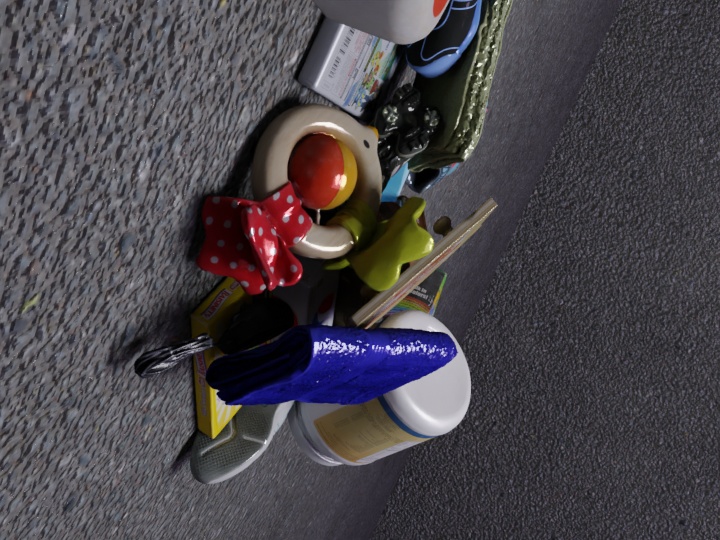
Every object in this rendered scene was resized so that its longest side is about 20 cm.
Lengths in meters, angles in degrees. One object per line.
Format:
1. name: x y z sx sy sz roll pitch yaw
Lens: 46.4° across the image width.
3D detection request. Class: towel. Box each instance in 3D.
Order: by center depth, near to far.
1. towel: -0.021 0.090 0.760 0.146 0.051 0.198 -23 161 40
2. towel: 0.099 -0.206 0.887 0.148 0.036 0.204 10 -92 67

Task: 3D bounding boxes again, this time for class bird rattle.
1. bird rattle: -0.044 -0.058 0.718 0.112 0.197 0.167 -13 -105 60

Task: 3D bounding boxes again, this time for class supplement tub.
1. supplement tub: 0.017 0.146 1.000 0.199 0.146 0.145 -31 -171 41

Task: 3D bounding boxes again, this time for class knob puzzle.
1. knob puzzle: 0.041 0.006 0.836 0.219 0.031 0.220 -41 174 -5

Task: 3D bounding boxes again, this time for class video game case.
1. video game case: 0.020 -0.246 0.776 0.203 0.022 0.182 -65 166 7

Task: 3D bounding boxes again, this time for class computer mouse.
1. computer mouse: -0.122 0.053 0.722 0.058 0.034 0.199 -31 171 26

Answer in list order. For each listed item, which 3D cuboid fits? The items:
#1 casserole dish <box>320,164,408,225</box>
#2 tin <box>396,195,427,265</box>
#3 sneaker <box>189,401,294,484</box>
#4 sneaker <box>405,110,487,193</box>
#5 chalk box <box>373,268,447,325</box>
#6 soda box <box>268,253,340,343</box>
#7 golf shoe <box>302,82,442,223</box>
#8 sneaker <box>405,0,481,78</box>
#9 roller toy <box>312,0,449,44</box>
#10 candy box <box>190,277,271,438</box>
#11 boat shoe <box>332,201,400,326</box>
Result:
1. casserole dish: 0.003 -0.090 0.967 0.200 0.038 0.123 -46 159 -46
2. tin: 0.030 -0.027 1.023 0.112 0.042 0.201 -49 -167 16
3. sneaker: -0.123 0.177 0.950 0.200 0.070 0.081 -47 162 -48
4. sneaker: 0.105 -0.177 1.090 0.096 0.078 0.202 -49 160 -36
5. chalk box: 0.037 0.058 1.158 0.201 0.123 0.125 -60 168 -46
6. soda box: -0.070 0.045 0.895 0.064 0.067 0.202 -49 161 -36
7. golf shoe: 0.000 -0.101 0.840 0.199 0.078 0.088 -38 177 -25
8. sneaker: 0.087 -0.283 0.794 0.077 0.070 0.202 3 121 -51
9. roller toy: 0.004 -0.242 0.486 0.201 0.137 0.185 102 11 -62
10. candy box: -0.126 0.077 0.838 0.102 0.026 0.202 -48 159 -36
11. boat shoe: 0.000 -0.001 0.893 0.067 0.072 0.201 -36 164 -32
